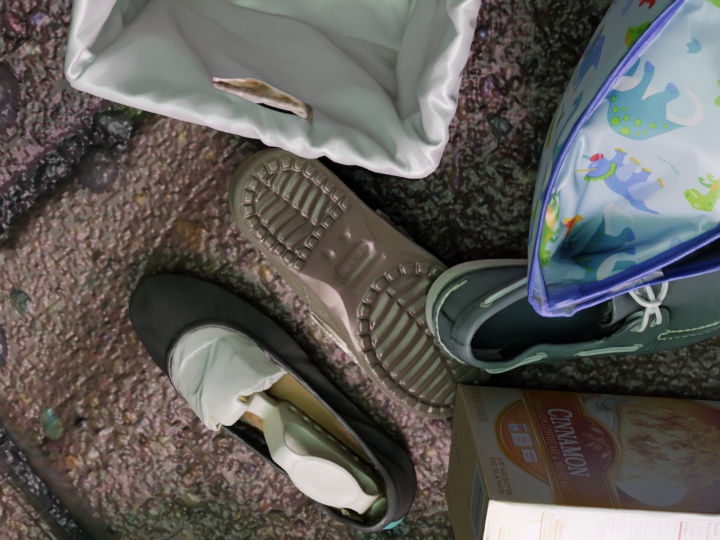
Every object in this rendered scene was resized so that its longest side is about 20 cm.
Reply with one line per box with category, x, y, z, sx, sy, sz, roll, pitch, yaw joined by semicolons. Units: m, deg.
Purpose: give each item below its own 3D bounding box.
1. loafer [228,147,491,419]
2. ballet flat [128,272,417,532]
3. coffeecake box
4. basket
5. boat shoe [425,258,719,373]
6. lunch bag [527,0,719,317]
loafer;0.000;0.000;1.410;0.076;0.068;0.200;-41;117;-1
ballet flat;-0.048;0.075;1.440;0.200;0.068;0.068;37;110;-6
coffeecake box;0.153;0.127;1.369;0.199;0.154;0.074;4;109;-6
basket;-0.028;-0.177;1.302;0.197;0.161;0.201;15;109;2
boat shoe;0.137;0.021;1.382;0.199;0.062;0.073;-7;109;-9
lunch bag;0.156;-0.075;1.309;0.127;0.170;0.200;40;108;-7
